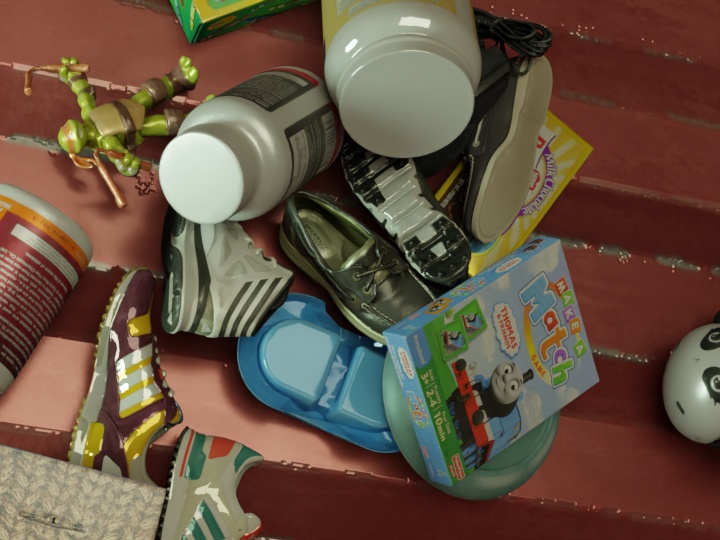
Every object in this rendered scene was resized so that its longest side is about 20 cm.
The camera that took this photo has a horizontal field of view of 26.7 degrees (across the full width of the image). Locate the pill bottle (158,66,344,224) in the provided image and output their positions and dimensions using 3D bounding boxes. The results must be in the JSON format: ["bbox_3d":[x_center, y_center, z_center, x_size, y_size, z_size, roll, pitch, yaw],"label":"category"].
[{"bbox_3d":[-0.098,-0.109,1.354,0.111,0.111,0.200,49,29,0],"label":"pill bottle"}]

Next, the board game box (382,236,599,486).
[{"bbox_3d":[0.123,0.079,1.380,0.199,0.036,0.152,-31,112,-32],"label":"board game box"}]

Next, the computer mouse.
[{"bbox_3d":[0.084,-0.181,1.487,0.201,0.138,0.053,-56,138,-9],"label":"computer mouse"}]

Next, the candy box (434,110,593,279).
[{"bbox_3d":[0.142,-0.081,1.523,0.102,0.026,0.200,40,69,-4],"label":"candy box"}]

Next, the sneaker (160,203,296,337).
[{"bbox_3d":[-0.120,-0.017,1.392,0.114,0.076,0.202,12,50,-18],"label":"sneaker"}]

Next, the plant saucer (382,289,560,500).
[{"bbox_3d":[0.113,0.113,1.425,0.199,0.027,0.202,7,76,-29],"label":"plant saucer"}]

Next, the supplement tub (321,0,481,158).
[{"bbox_3d":[0.036,-0.217,1.409,0.144,0.146,0.201,10,44,-13],"label":"supplement tub"}]

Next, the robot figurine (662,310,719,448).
[{"bbox_3d":[0.397,0.121,1.494,0.198,0.150,0.126,13,103,-13],"label":"robot figurine"}]

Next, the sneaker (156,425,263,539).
[{"bbox_3d":[-0.135,0.242,1.339,0.093,0.070,0.202,11,71,-7],"label":"sneaker"}]

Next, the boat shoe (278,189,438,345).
[{"bbox_3d":[0.000,-0.001,1.394,0.201,0.066,0.072,40,69,22],"label":"boat shoe"}]

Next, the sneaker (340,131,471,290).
[{"bbox_3d":[0.043,-0.057,1.440,0.066,0.091,0.201,-33,66,-1],"label":"sneaker"}]

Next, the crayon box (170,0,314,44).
[{"bbox_3d":[-0.099,-0.316,1.494,0.199,0.058,0.120,-23,84,-20],"label":"crayon box"}]

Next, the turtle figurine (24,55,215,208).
[{"bbox_3d":[-0.213,-0.133,1.406,0.160,0.065,0.200,-21,52,-26],"label":"turtle figurine"}]

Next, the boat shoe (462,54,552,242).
[{"bbox_3d":[0.133,-0.121,1.499,0.073,0.062,0.202,37,67,-50],"label":"boat shoe"}]

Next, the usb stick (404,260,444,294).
[{"bbox_3d":[0.058,0.025,1.469,0.199,0.033,0.056,24,72,-9],"label":"usb stick"}]

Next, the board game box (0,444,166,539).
[{"bbox_3d":[-0.259,0.215,1.241,0.158,0.200,0.098,17,72,-12],"label":"board game box"}]

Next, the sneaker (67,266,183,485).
[{"bbox_3d":[-0.195,0.099,1.352,0.089,0.075,0.202,13,81,-1],"label":"sneaker"}]

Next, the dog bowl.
[{"bbox_3d":[-0.025,0.099,1.418,0.199,0.050,0.112,24,71,-10],"label":"dog bowl"}]

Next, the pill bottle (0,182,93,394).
[{"bbox_3d":[-0.327,0.034,1.312,0.112,0.113,0.201,32,70,-6],"label":"pill bottle"}]
